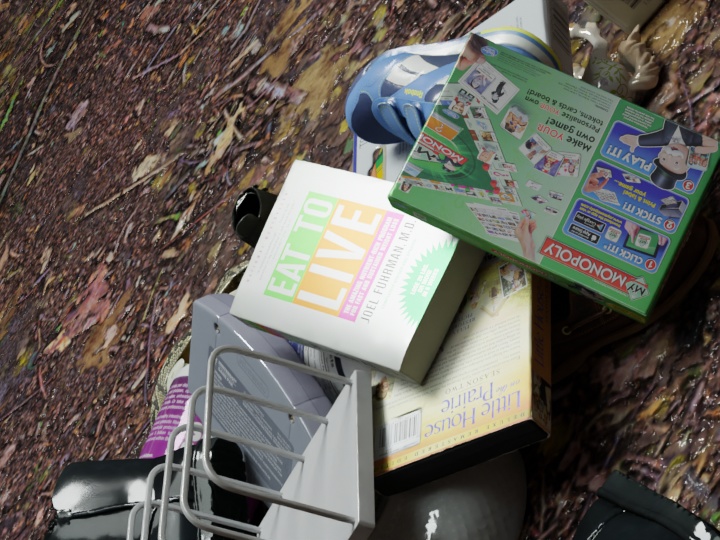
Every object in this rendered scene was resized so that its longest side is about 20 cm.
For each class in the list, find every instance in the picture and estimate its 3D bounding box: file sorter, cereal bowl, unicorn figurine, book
[{"bbox_3d":[-0.084,0.172,1.459,0.139,0.124,0.201,-91,23,-45],"label":"file sorter"},{"bbox_3d":[0.026,0.187,1.491,0.200,0.083,0.201,-42,28,28],"label":"cereal bowl"},{"bbox_3d":[0.153,-0.119,1.625,0.200,0.074,0.138,-43,39,12],"label":"unicorn figurine"},{"bbox_3d":[0.000,0.000,1.507,0.199,0.048,0.134,15,74,48],"label":"book"}]

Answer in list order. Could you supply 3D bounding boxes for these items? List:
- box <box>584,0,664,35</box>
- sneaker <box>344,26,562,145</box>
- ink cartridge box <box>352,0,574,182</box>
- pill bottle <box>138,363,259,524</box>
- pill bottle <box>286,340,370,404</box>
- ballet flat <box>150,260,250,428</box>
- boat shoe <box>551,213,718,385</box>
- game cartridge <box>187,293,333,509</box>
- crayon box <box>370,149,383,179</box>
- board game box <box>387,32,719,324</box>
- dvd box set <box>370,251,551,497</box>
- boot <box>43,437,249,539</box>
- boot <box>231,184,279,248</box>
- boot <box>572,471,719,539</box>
[{"bbox_3d":[0.200,-0.281,1.737,0.068,0.082,0.200,-49,25,16],"label":"box"},{"bbox_3d":[0.057,-0.122,1.526,0.199,0.074,0.083,-13,49,46],"label":"sneaker"},{"bbox_3d":[0.080,-0.105,1.586,0.199,0.041,0.201,-31,36,28],"label":"ink cartridge box"},{"bbox_3d":[-0.126,0.150,1.769,0.112,0.112,0.201,-14,48,55],"label":"pill bottle"},{"bbox_3d":[0.010,0.068,1.624,0.199,0.111,0.112,-16,46,53],"label":"pill bottle"},{"bbox_3d":[-0.142,0.075,1.928,0.201,0.067,0.075,-62,0,-17],"label":"ballet flat"},{"bbox_3d":[0.164,0.016,1.462,0.200,0.070,0.071,-41,32,28],"label":"boat shoe"},{"bbox_3d":[-0.075,0.113,1.623,0.200,0.040,0.134,47,146,39],"label":"game cartridge"},{"bbox_3d":[0.065,-0.052,1.728,0.172,0.058,0.201,-25,38,49],"label":"crayon box"},{"bbox_3d":[0.136,-0.065,1.416,0.135,0.199,0.029,-62,-13,-9],"label":"board game box"},{"bbox_3d":[0.071,0.050,1.451,0.146,0.029,0.201,-25,44,31],"label":"dvd box set"},{"bbox_3d":[-0.171,0.238,1.628,0.167,0.076,0.202,-15,64,27],"label":"boot"},{"bbox_3d":[-0.064,-0.052,1.867,0.078,0.138,0.200,-51,24,10],"label":"boot"},{"bbox_3d":[0.152,0.217,1.214,0.169,0.076,0.200,-54,18,-4],"label":"boot"}]
